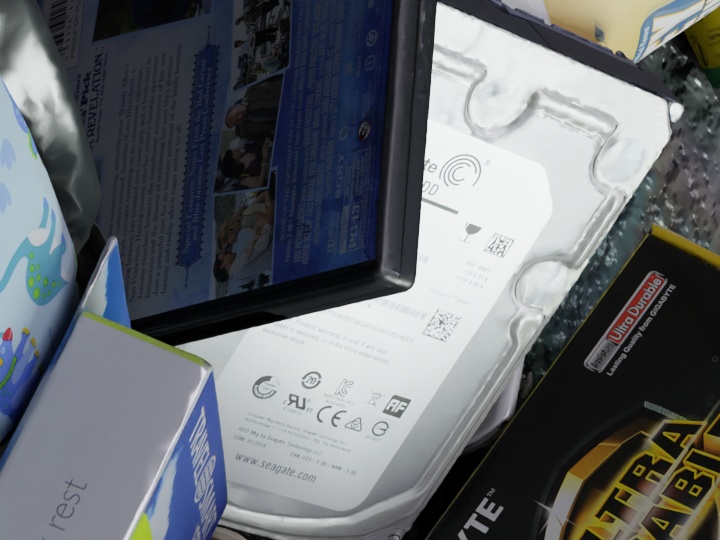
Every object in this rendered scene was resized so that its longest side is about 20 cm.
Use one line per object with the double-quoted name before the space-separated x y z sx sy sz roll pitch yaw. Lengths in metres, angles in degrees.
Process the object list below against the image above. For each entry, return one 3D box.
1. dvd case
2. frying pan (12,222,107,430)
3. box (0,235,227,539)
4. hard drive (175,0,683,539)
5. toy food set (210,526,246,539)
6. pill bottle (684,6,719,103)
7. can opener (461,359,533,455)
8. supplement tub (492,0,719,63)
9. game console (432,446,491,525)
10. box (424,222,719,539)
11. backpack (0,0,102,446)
"dvd case" -0.048 -0.047 0.813 0.018 0.200 0.143 17 70 -38
"frying pan" -0.131 0.044 0.783 0.115 0.031 0.190 -2 51 3
"box" -0.089 0.104 0.732 0.048 0.122 0.200 22 68 8
"hard drive" 0.000 0.000 0.864 0.140 0.038 0.200 20 111 -35
"toy food set" -0.056 0.203 0.848 0.144 0.060 0.200 55 53 -28
"pill bottle" 0.156 -0.174 1.069 0.113 0.113 0.200 -34 101 -39
"can opener" 0.047 -0.024 0.980 0.066 0.053 0.200 33 60 -33
"supplement tub" 0.058 -0.133 0.930 0.200 0.145 0.145 -35 102 -17
"game console" 0.132 0.161 0.969 0.116 0.176 0.200 21 63 -65
"box" 0.114 0.102 0.907 0.200 0.160 0.049 -52 152 -15
"backpack" -0.156 0.004 0.697 0.200 0.154 0.163 -41 140 -25
